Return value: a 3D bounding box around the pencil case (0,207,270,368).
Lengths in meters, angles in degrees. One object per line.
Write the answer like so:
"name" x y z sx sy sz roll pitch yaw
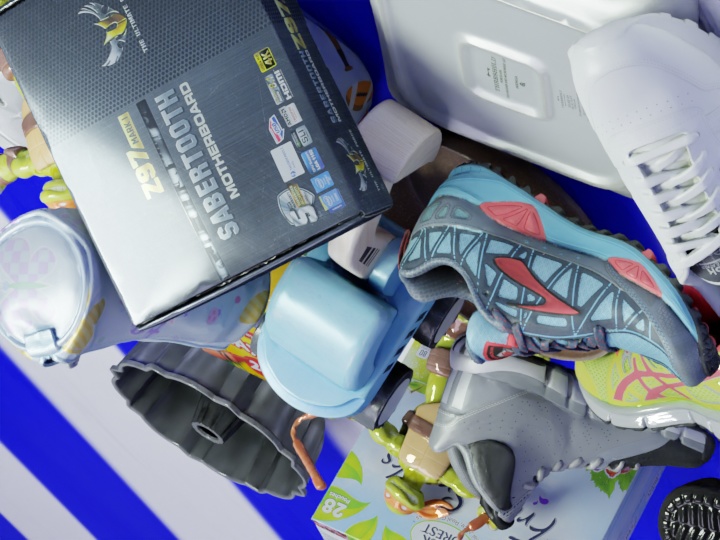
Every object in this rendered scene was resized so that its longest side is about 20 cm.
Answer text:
"pencil case" -0.136 0.008 1.201 0.083 0.200 0.091 -29 78 28

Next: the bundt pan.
"bundt pan" -0.114 0.111 1.723 0.202 0.076 0.202 28 158 12

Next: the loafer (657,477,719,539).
"loafer" 0.303 0.179 1.338 0.200 0.071 0.073 20 111 11

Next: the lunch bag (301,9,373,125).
"lunch bag" -0.080 -0.106 1.228 0.160 0.076 0.200 34 157 1

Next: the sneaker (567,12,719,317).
"sneaker" 0.165 -0.047 0.984 0.076 0.081 0.200 -17 139 27

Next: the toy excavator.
"toy excavator" 0.000 0.000 1.187 0.100 0.195 0.200 33 -174 12

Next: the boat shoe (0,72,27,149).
"boat shoe" -0.245 -0.145 1.386 0.200 0.072 0.068 49 154 -15

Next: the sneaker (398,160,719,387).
"sneaker" 0.103 0.023 1.078 0.200 0.096 0.079 31 164 37

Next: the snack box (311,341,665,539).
"snack box" 0.093 0.158 1.421 0.200 0.169 0.068 22 158 26

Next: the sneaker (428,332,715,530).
"sneaker" 0.131 0.124 1.315 0.200 0.116 0.075 21 -179 -17

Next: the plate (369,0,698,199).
"plate" 0.083 -0.111 1.052 0.200 0.032 0.200 23 156 21

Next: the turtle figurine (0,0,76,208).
"turtle figurine" -0.186 -0.102 1.234 0.064 0.162 0.200 -6 171 -38

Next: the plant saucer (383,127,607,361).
"plant saucer" 0.082 -0.023 1.216 0.200 0.037 0.200 32 158 15

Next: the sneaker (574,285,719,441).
"sneaker" 0.196 0.046 1.196 0.200 0.078 0.090 4 122 57

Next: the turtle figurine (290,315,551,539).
"turtle figurine" 0.065 0.113 1.372 0.200 0.161 0.064 31 -178 18

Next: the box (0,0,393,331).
"box" -0.095 -0.088 1.094 0.157 0.051 0.200 -25 89 24

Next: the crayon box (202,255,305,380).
"crayon box" -0.076 0.024 1.524 0.127 0.051 0.200 24 156 20
